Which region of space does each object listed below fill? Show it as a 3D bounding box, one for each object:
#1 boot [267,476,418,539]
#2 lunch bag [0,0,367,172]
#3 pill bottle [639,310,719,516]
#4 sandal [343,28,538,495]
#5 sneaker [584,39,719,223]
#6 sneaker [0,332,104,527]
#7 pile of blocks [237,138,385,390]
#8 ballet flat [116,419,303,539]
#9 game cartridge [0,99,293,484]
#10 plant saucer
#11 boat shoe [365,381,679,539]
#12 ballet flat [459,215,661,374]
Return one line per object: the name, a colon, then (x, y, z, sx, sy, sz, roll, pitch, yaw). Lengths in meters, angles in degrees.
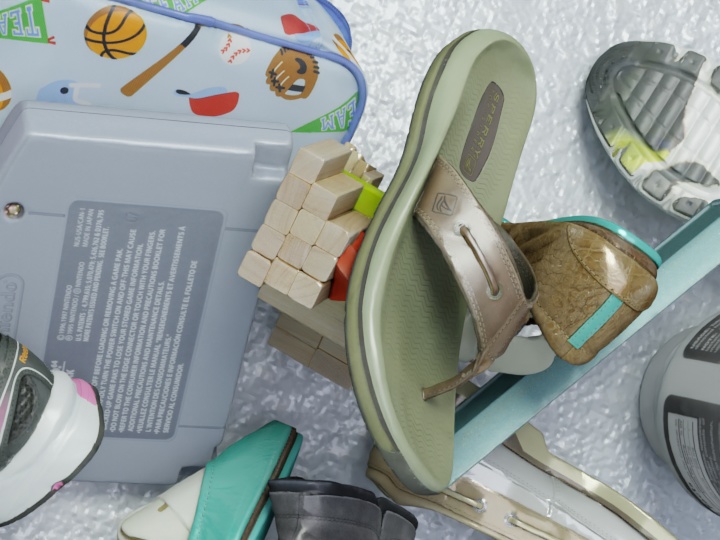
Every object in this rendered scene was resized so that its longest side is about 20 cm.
boot: (0.010, 0.176, 0.934, 0.069, 0.200, 0.132, 0, 65, 21)
lunch bag: (-0.108, -0.067, 0.892, 0.199, 0.076, 0.161, 15, 123, -22)
pill bottle: (0.206, 0.070, 0.950, 0.110, 0.200, 0.111, -1, 92, -16)
sandal: (0.044, -0.009, 0.817, 0.080, 0.057, 0.202, 41, 58, -52)
sneaker: (0.193, -0.036, 1.014, 0.200, 0.085, 0.075, 40, 88, 9)
sneaker: (-0.211, 0.091, 0.872, 0.200, 0.080, 0.086, -41, 116, 6)
pile of blocks: (0.000, 0.000, 0.886, 0.062, 0.200, 0.082, 29, 79, 8)
ballet flat: (-0.083, 0.145, 0.900, 0.070, 0.067, 0.201, 18, 60, -2)
game cartridge: (-0.113, 0.013, 0.889, 0.133, 0.041, 0.201, 2, 130, -19)
plant saucer: (0.104, 0.029, 0.925, 0.200, 0.070, 0.019, -38, 94, -7)
boat shoe: (0.092, 0.127, 0.989, 0.200, 0.075, 0.069, 36, 83, -3)
ballet flat: (0.070, 0.012, 0.910, 0.068, 0.200, 0.072, 36, 84, -17)
